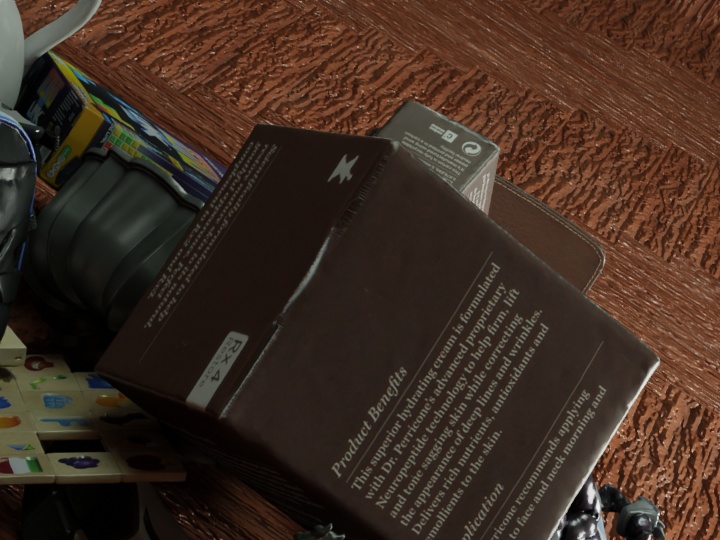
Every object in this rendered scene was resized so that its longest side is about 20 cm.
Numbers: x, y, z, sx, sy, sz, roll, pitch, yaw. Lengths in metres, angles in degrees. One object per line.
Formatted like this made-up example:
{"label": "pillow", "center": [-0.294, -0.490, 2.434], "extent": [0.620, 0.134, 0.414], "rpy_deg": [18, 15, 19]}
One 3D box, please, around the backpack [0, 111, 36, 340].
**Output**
{"label": "backpack", "center": [-0.269, -0.023, 1.490], "extent": [0.147, 0.184, 0.200], "rpy_deg": [24, 16, 27]}

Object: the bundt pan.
{"label": "bundt pan", "center": [-0.119, 0.030, 1.651], "extent": [0.202, 0.076, 0.202], "rpy_deg": [41, -24, 23]}

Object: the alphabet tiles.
{"label": "alphabet tiles", "center": [-0.191, 0.077, 1.522], "extent": [0.166, 0.008, 0.200], "rpy_deg": [0, 16, -14]}

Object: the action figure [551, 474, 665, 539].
{"label": "action figure", "center": [0.125, 0.151, 1.750], "extent": [0.130, 0.201, 0.069], "rpy_deg": [-30, 24, -34]}

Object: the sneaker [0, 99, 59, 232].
{"label": "sneaker", "center": [-0.247, -0.043, 1.628], "extent": [0.140, 0.078, 0.200], "rpy_deg": [24, 45, 21]}

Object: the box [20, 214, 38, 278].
{"label": "box", "center": [-0.117, 0.028, 1.844], "extent": [0.200, 0.036, 0.143], "rpy_deg": [38, 19, 12]}

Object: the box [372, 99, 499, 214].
{"label": "box", "center": [0.000, 0.000, 1.762], "extent": [0.075, 0.100, 0.200], "rpy_deg": [28, 53, 16]}

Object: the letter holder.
{"label": "letter holder", "center": [0.061, -0.026, 2.097], "extent": [0.200, 0.142, 0.101], "rpy_deg": [28, 20, -14]}

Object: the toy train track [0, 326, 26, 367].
{"label": "toy train track", "center": [-0.238, 0.017, 1.651], "extent": [0.114, 0.033, 0.200], "rpy_deg": [0, 22, -29]}

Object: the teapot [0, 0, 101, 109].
{"label": "teapot", "center": [-0.289, -0.163, 1.779], "extent": [0.197, 0.146, 0.200], "rpy_deg": [27, 39, 12]}

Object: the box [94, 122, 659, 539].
{"label": "box", "center": [0.008, 0.049, 1.488], "extent": [0.200, 0.166, 0.164], "rpy_deg": [39, -11, -25]}

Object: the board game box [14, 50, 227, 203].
{"label": "board game box", "center": [-0.136, -0.059, 1.828], "extent": [0.165, 0.057, 0.200], "rpy_deg": [32, 5, -20]}

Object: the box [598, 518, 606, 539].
{"label": "box", "center": [0.091, 0.110, 1.837], "extent": [0.200, 0.040, 0.137], "rpy_deg": [53, 15, -25]}

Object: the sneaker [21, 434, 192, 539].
{"label": "sneaker", "center": [-0.101, 0.168, 1.509], "extent": [0.115, 0.076, 0.201], "rpy_deg": [39, 8, -42]}

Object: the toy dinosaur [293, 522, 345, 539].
{"label": "toy dinosaur", "center": [-0.045, 0.171, 1.384], "extent": [0.199, 0.048, 0.088], "rpy_deg": [-1, 62, -9]}
